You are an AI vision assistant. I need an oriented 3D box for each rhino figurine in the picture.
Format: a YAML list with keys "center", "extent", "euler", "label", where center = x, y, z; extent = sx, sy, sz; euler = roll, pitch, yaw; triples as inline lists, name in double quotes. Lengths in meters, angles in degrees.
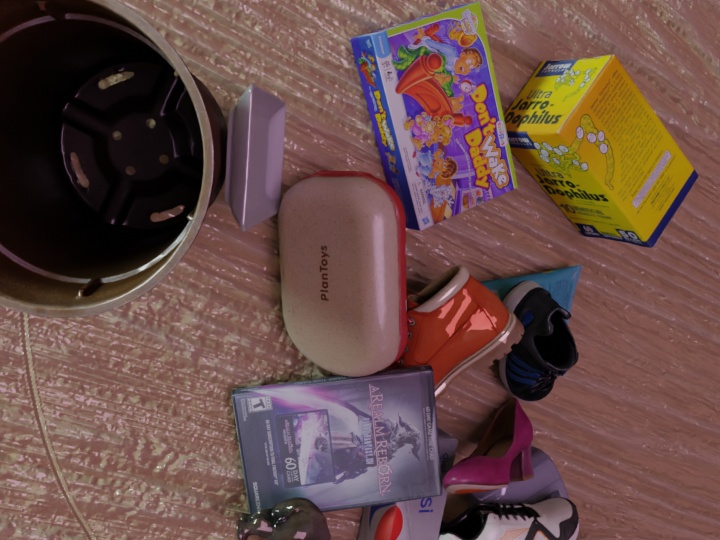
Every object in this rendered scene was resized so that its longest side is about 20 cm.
- center: [-0.066, 0.308, 0.800]
  extent: [0.087, 0.060, 0.201]
  euler: [-10, 123, -3]
  label: "rhino figurine"

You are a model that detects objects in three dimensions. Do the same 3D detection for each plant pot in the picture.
- center: [-0.184, -0.086, 0.568]
  extent: [0.199, 0.198, 0.201]
  euler: [0, 100, 2]
  label: "plant pot"

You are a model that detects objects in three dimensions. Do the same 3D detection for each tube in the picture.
- center: [0.181, 0.036, 0.910]
  extent: [0.199, 0.050, 0.078]
  euler: [-4, 116, -32]
  label: "tube"

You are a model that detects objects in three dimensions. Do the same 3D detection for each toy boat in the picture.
- center: [0.000, 0.000, 0.773]
  extent: [0.131, 0.130, 0.201]
  euler: [-18, 111, -56]
  label: "toy boat"

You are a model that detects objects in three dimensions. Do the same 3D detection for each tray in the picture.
- center: [-0.088, -0.096, 0.664]
  extent: [0.022, 0.200, 0.108]
  euler: [4, 98, 1]
  label: "tray"

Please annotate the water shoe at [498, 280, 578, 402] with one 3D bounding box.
- center: [0.202, 0.100, 0.883]
  extent: [0.071, 0.079, 0.200]
  euler: [-37, 136, -14]
  label: "water shoe"

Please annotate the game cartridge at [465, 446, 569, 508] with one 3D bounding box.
- center: [0.208, 0.330, 0.987]
  extent: [0.133, 0.041, 0.201]
  euler: [-25, 111, -27]
  label: "game cartridge"

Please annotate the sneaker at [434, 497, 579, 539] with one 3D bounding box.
- center: [0.170, 0.299, 0.898]
  extent: [0.199, 0.074, 0.080]
  euler: [-15, 104, -26]
  label: "sneaker"

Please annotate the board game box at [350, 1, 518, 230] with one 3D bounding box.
- center: [0.080, -0.160, 0.815]
  extent: [0.134, 0.045, 0.201]
  euler: [-25, 110, -23]
  label: "board game box"

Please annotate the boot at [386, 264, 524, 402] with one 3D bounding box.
- center: [0.059, 0.080, 0.817]
  extent: [0.200, 0.075, 0.107]
  euler: [-39, 109, 9]
  label: "boot"

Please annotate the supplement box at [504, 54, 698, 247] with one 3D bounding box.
- center: [0.268, -0.132, 0.888]
  extent: [0.200, 0.109, 0.110]
  euler: [42, 79, -28]
  label: "supplement box"

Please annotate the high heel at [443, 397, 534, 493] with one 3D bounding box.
- center: [0.139, 0.193, 0.874]
  extent: [0.200, 0.067, 0.097]
  euler: [15, 63, -60]
  label: "high heel"

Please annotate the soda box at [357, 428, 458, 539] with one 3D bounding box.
- center: [0.046, 0.271, 0.867]
  extent: [0.068, 0.063, 0.201]
  euler: [9, 95, -30]
  label: "soda box"

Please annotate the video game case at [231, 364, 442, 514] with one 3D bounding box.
- center: [-0.021, 0.175, 0.792]
  extent: [0.199, 0.019, 0.143]
  euler: [-6, 106, -3]
  label: "video game case"
